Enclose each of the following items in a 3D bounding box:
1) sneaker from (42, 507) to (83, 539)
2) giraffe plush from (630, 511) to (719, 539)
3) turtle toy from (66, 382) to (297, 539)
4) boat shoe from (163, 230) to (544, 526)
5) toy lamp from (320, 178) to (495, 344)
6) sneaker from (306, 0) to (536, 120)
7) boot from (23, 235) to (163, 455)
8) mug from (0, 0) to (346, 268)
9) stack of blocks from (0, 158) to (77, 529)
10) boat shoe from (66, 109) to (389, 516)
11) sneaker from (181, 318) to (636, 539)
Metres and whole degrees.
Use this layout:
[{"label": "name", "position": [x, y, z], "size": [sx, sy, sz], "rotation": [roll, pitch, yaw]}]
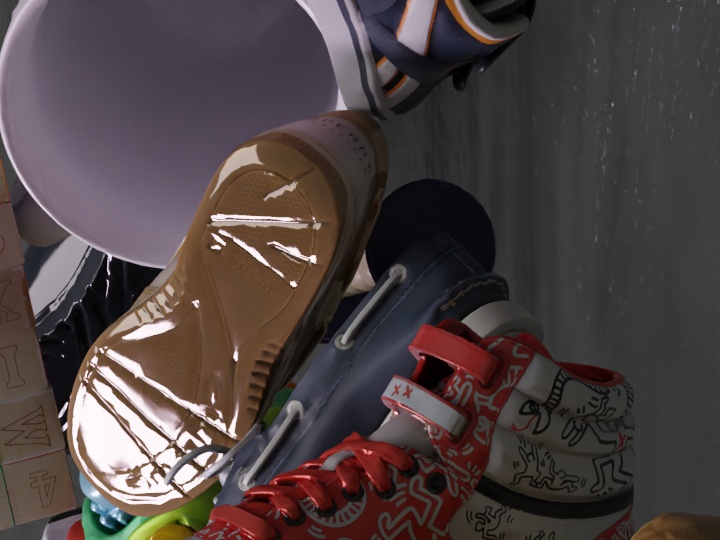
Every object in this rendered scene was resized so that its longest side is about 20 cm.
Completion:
[{"label": "sneaker", "position": [-0.111, 0.233, 1.478], "size": [0.200, 0.080, 0.147], "rotation": [40, 129, 37]}, {"label": "giraffe plush", "position": [0.037, 0.177, 0.836], "size": [0.200, 0.162, 0.173], "rotation": [103, 158, -43]}, {"label": "turtle toy", "position": [-0.068, 0.109, 1.215], "size": [0.101, 0.146, 0.200], "rotation": [43, 147, 18]}, {"label": "boat shoe", "position": [-0.018, 0.073, 1.037], "size": [0.062, 0.075, 0.200], "rotation": [47, 108, 30]}, {"label": "toy lamp", "position": [0.000, 0.000, 1.158], "size": [0.200, 0.058, 0.058], "rotation": [169, 98, -75]}, {"label": "sneaker", "position": [0.026, -0.101, 1.022], "size": [0.200, 0.079, 0.079], "rotation": [55, -147, -79]}, {"label": "boot", "position": [-0.143, -0.024, 1.407], "size": [0.200, 0.076, 0.168], "rotation": [-53, 39, 30]}, {"label": "mug", "position": [-0.085, -0.089, 1.221], "size": [0.200, 0.148, 0.175], "rotation": [-46, 17, 24]}, {"label": "stack of blocks", "position": [-0.178, 0.000, 1.224], "size": [0.115, 0.058, 0.201], "rotation": [-131, 28, -65]}, {"label": "boat shoe", "position": [-0.044, 0.017, 1.078], "size": [0.074, 0.069, 0.200], "rotation": [43, 130, 7]}, {"label": "sneaker", "position": [0.000, 0.069, 0.898], "size": [0.067, 0.201, 0.108], "rotation": [18, 103, 60]}]
